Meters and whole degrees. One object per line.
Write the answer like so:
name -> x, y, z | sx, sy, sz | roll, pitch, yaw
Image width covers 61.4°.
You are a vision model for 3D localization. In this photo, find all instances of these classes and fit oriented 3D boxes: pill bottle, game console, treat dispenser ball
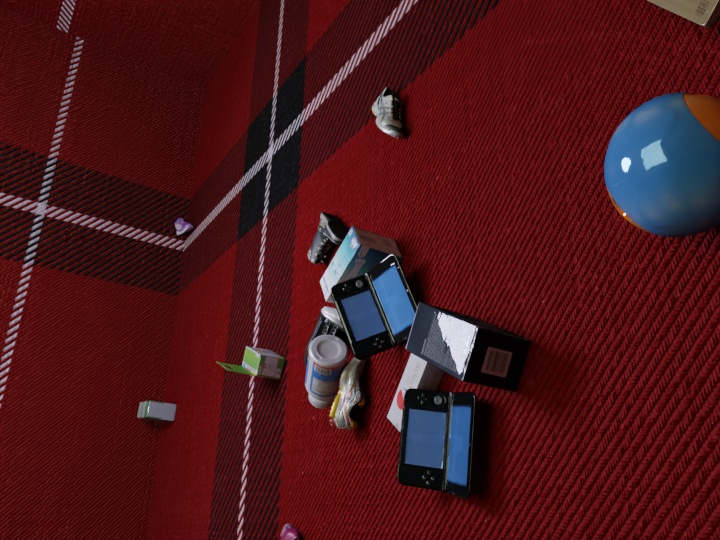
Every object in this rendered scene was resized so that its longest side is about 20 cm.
pill bottle -> -0.097, 0.286, 1.678 | 0.114, 0.109, 0.204 | -111, 24, -45
game console -> 0.037, 0.090, 1.503 | 0.119, 0.168, 0.204 | 114, 136, -66
treat dispenser ball -> 0.458, -0.152, 0.880 | 0.200, 0.197, 0.206 | -30, 52, 50
game console -> 0.155, 0.349, 1.252 | 0.167, 0.119, 0.206 | 3, 76, 16

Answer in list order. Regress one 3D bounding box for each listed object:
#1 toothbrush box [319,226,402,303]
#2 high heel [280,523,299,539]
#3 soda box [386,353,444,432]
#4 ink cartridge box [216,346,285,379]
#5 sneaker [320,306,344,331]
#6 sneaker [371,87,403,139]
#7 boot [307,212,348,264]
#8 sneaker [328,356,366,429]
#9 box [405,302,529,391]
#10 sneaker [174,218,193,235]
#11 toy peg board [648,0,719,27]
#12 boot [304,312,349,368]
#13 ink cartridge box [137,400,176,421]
toothbrush box -> 0.000, 0.000, 1.640 | 0.202, 0.143, 0.086 | -59, 34, 28
high heel -> -0.222, 0.842, 1.740 | 0.204, 0.066, 0.096 | -68, 19, -11
soda box -> 0.132, 0.267, 1.387 | 0.068, 0.062, 0.205 | 35, 109, 58
ink cartridge box -> -0.379, 0.311, 2.090 | 0.147, 0.196, 0.078 | 11, 86, 59
sneaker -> -0.016, 0.132, 1.639 | 0.196, 0.071, 0.082 | 21, 78, 24
sneaker -> 0.087, -0.461, 1.754 | 0.088, 0.074, 0.202 | -55, 37, 30
boot -> -0.105, -0.082, 1.924 | 0.157, 0.072, 0.204 | -67, 25, 18
sneaker -> -0.015, 0.325, 1.616 | 0.080, 0.078, 0.205 | 10, 75, 24
box -> 0.212, 0.151, 1.220 | 0.199, 0.145, 0.110 | 19, 93, 59
sneaker -> -1.033, -0.262, 3.516 | 0.198, 0.079, 0.091 | -4, 108, 58
toy peg board -> 0.571, -0.520, 0.975 | 0.202, 0.095, 0.203 | -115, 33, -48
boot -> -0.086, 0.216, 1.758 | 0.157, 0.078, 0.217 | 16, 91, 60
ink cartridge box -> -1.036, 0.716, 3.077 | 0.198, 0.144, 0.086 | -21, 58, 53
